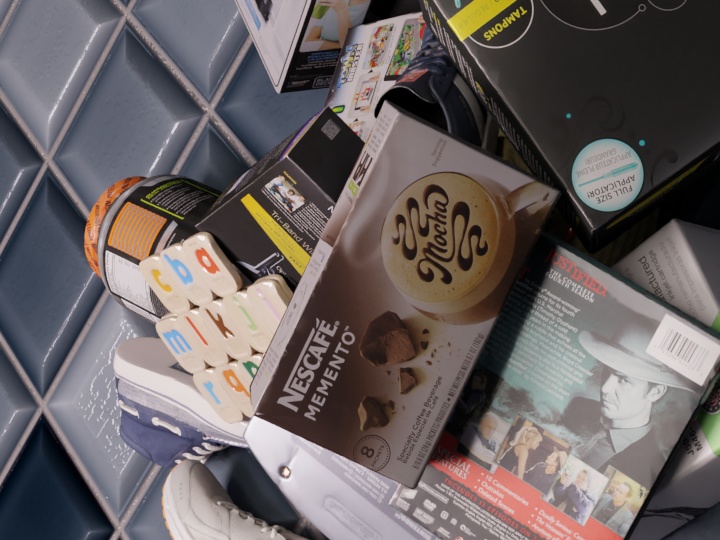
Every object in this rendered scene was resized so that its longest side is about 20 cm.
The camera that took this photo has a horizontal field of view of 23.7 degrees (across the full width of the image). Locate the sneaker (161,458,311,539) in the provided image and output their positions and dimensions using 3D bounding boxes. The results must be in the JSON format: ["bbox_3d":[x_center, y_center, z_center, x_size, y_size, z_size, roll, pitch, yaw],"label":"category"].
[{"bbox_3d":[-0.079,0.220,1.351,0.092,0.075,0.201,-44,63,19],"label":"sneaker"}]

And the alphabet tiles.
[{"bbox_3d":[-0.080,0.060,1.250,0.196,0.015,0.199,54,150,-10],"label":"alphabet tiles"}]

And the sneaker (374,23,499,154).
[{"bbox_3d":[0.052,-0.127,1.169,0.074,0.084,0.202,-17,56,38],"label":"sneaker"}]

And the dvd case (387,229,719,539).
[{"bbox_3d":[0.121,0.096,1.052,0.145,0.022,0.202,30,104,19],"label":"dvd case"}]

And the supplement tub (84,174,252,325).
[{"bbox_3d":[-0.131,-0.006,1.397,0.199,0.122,0.124,25,100,43],"label":"supplement tub"}]

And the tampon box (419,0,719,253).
[{"bbox_3d":[0.147,-0.139,1.073,0.149,0.126,0.201,-35,81,2],"label":"tampon box"}]

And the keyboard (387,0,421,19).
[{"bbox_3d":[0.030,-0.113,1.334,0.127,0.020,0.202,43,113,45],"label":"keyboard"}]

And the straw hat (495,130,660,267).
[{"bbox_3d":[0.107,-0.044,1.200,0.200,0.085,0.204,-10,76,43],"label":"straw hat"}]

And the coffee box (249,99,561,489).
[{"bbox_3d":[0.023,0.014,1.043,0.202,0.112,0.080,-63,9,6],"label":"coffee box"}]

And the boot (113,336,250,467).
[{"bbox_3d":[-0.125,0.127,1.418,0.199,0.072,0.091,22,122,38],"label":"boot"}]

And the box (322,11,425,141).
[{"bbox_3d":[0.010,-0.094,1.272,0.109,0.035,0.202,-4,63,48],"label":"box"}]

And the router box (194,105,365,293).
[{"bbox_3d":[0.000,0.000,1.159,0.052,0.200,0.157,-51,12,-30],"label":"router box"}]

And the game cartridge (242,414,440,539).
[{"bbox_3d":[0.021,0.128,1.132,0.199,0.040,0.134,37,109,17],"label":"game cartridge"}]

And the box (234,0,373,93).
[{"bbox_3d":[-0.035,-0.249,1.335,0.117,0.059,0.201,66,150,29],"label":"box"}]

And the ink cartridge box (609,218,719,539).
[{"bbox_3d":[0.180,0.086,1.109,0.200,0.083,0.147,-40,58,32],"label":"ink cartridge box"}]
